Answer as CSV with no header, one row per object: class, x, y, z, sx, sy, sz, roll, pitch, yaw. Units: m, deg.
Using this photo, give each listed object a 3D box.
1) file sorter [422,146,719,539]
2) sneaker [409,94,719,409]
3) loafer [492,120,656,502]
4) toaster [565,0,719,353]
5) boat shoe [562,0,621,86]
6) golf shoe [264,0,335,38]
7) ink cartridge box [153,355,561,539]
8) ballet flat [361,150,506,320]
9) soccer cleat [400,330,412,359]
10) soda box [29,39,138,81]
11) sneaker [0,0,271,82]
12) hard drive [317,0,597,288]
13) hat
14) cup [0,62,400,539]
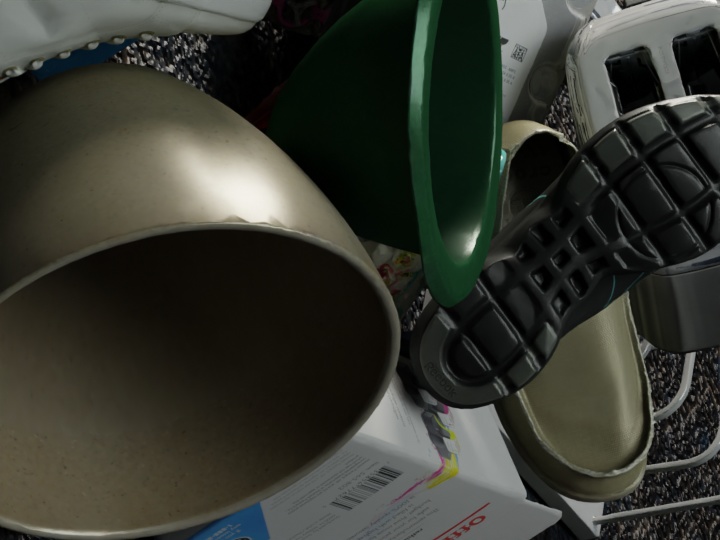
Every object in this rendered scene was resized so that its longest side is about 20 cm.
file sorter,0.142,0.040,1.489,0.200,0.124,0.139,48,42,-39
sneaker,0.101,-0.016,1.198,0.075,0.200,0.079,54,-2,-6
loafer,0.095,0.017,1.271,0.068,0.076,0.200,117,-43,-75
toaster,0.171,-0.048,1.323,0.129,0.113,0.200,60,17,-65
boat shoe,0.103,-0.134,1.409,0.068,0.072,0.200,-46,134,-11
golf shoe,-0.002,-0.176,1.399,0.200,0.092,0.073,-18,124,-42
ink cartridge box,-0.003,0.100,1.227,0.200,0.115,0.068,25,36,-53
ballet flat,0.000,0.000,1.264,0.064,0.200,0.076,26,22,-11
soccer cleat,0.050,0.129,1.364,0.084,0.065,0.201,-8,85,-61
soda box,-0.077,-0.166,1.130,0.068,0.200,0.064,50,16,-36
sneaker,-0.139,-0.107,1.067,0.073,0.200,0.085,-116,-145,-70
hard drive,0.038,-0.095,1.311,0.140,0.038,0.200,21,94,-41
hat,-0.036,-0.066,1.128,0.200,0.176,0.166,76,22,-48
cup,-0.099,-0.002,1.080,0.200,0.200,0.143,36,25,-47
